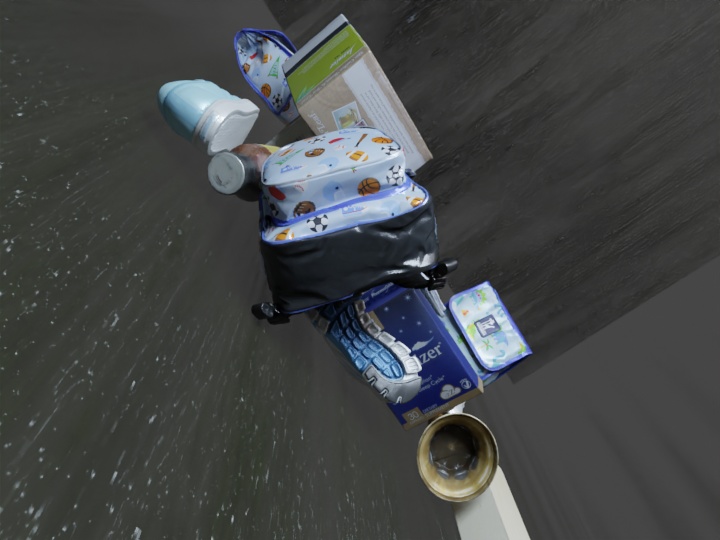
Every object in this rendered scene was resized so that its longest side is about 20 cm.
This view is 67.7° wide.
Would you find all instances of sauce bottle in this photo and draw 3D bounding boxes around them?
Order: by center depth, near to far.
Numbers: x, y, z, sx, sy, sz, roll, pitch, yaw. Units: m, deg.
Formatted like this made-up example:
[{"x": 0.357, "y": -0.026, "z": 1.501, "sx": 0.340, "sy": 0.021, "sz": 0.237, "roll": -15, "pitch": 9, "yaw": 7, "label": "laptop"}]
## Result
[{"x": -0.123, "y": -0.113, "z": 0.623, "sx": 0.067, "sy": 0.065, "sz": 0.200, "roll": 55, "pitch": 13, "yaw": -5, "label": "sauce bottle"}]

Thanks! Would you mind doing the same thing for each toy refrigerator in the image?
[{"x": 0.164, "y": 0.327, "z": 0.681, "sx": 0.076, "sy": 0.070, "sz": 0.201, "roll": 45, "pitch": 14, "yaw": -22, "label": "toy refrigerator"}]

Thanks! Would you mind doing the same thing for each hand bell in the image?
[{"x": 0.117, "y": 0.230, "z": 0.750, "sx": 0.106, "sy": 0.103, "sz": 0.200, "roll": 56, "pitch": -1, "yaw": 1, "label": "hand bell"}]

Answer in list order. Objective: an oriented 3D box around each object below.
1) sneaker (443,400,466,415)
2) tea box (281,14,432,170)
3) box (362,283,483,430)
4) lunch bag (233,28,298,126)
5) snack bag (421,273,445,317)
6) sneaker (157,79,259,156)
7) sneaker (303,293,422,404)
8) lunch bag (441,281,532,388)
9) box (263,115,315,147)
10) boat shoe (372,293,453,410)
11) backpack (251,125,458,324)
[{"x": 0.159, "y": 0.200, "z": 0.932, "sx": 0.202, "sy": 0.077, "sz": 0.073, "roll": -97, "pitch": -179, "yaw": -61, "label": "sneaker"}, {"x": -0.009, "y": -0.253, "z": 0.848, "sx": 0.200, "sy": 0.132, "sz": 0.199, "roll": 48, "pitch": 14, "yaw": -39, "label": "tea box"}, {"x": 0.052, "y": 0.096, "z": 0.670, "sx": 0.202, "sy": 0.119, "sz": 0.033, "roll": 55, "pitch": 21, "yaw": -12, "label": "box"}, {"x": -0.157, "y": -0.387, "z": 1.095, "sx": 0.200, "sy": 0.124, "sz": 0.170, "roll": 46, "pitch": 6, "yaw": 20, "label": "lunch bag"}, {"x": 0.043, "y": -0.036, "z": 0.748, "sx": 0.190, "sy": 0.021, "sz": 0.200, "roll": 51, "pitch": 0, "yaw": 30, "label": "snack bag"}, {"x": -0.165, "y": -0.175, "z": 0.588, "sx": 0.081, "sy": 0.075, "sz": 0.200, "roll": 37, "pitch": 4, "yaw": -9, "label": "sneaker"}, {"x": -0.015, "y": 0.074, "z": 0.619, "sx": 0.202, "sy": 0.074, "sz": 0.087, "roll": 53, "pitch": -23, "yaw": 11, "label": "sneaker"}, {"x": 0.219, "y": 0.145, "z": 1.080, "sx": 0.173, "sy": 0.197, "sz": 0.127, "roll": 61, "pitch": 12, "yaw": 23, "label": "lunch bag"}, {"x": -0.102, "y": -0.213, "z": 0.915, "sx": 0.079, "sy": 0.094, "sz": 0.201, "roll": 52, "pitch": 10, "yaw": -17, "label": "box"}, {"x": 0.079, "y": 0.099, "z": 0.730, "sx": 0.202, "sy": 0.070, "sz": 0.068, "roll": 54, "pitch": 32, "yaw": -21, "label": "boat shoe"}, {"x": -0.025, "y": -0.058, "z": 0.547, "sx": 0.191, "sy": 0.193, "sz": 0.159, "roll": -125, "pitch": -154, "yaw": -68, "label": "backpack"}]
